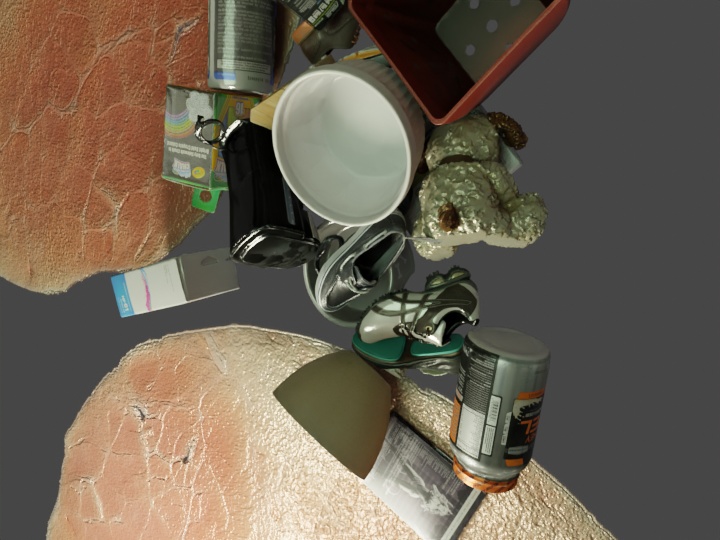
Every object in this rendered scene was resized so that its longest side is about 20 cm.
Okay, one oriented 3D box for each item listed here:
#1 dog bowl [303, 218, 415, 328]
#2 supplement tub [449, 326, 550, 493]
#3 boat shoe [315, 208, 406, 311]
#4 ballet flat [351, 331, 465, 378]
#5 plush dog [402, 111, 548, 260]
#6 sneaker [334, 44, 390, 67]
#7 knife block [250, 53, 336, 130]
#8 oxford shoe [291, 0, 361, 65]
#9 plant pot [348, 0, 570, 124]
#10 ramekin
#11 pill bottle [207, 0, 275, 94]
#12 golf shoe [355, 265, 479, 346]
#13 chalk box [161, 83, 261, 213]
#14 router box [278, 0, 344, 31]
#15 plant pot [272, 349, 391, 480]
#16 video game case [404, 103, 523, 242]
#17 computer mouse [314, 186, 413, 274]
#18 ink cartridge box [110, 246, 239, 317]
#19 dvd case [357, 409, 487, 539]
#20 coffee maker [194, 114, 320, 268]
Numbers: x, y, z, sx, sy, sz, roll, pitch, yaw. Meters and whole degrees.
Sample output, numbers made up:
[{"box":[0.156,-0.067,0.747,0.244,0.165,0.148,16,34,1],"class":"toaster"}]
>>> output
[{"box":[-0.010,-0.001,0.925,0.195,0.058,0.207,6,102,31],"class":"dog bowl"},{"box":[0.190,0.193,0.799,0.120,0.122,0.207,14,107,28],"class":"supplement tub"},{"box":[0.000,0.000,0.832,0.200,0.071,0.069,-47,32,26],"class":"boat shoe"},{"box":[0.077,0.136,0.891,0.195,0.069,0.070,2,129,29],"class":"ballet flat"},{"box":[0.133,-0.123,0.753,0.195,0.159,0.178,-9,71,32],"class":"plush dog"},{"box":[-0.016,-0.285,0.877,0.196,0.078,0.079,-16,105,35],"class":"sneaker"},{"box":[-0.045,-0.213,0.852,0.196,0.064,0.178,-19,113,33],"class":"knife block"},{"box":[-0.014,-0.384,0.864,0.197,0.072,0.074,-25,106,36],"class":"oxford shoe"},{"box":[0.140,-0.320,0.707,0.199,0.175,0.202,-42,76,30],"class":"plant pot"},{"box":[-0.008,-0.174,0.745,0.195,0.106,0.205,14,127,19],"class":"ramekin"},{"box":[-0.193,-0.401,0.934,0.111,0.113,0.207,12,105,28],"class":"pill bottle"},{"box":[0.082,0.073,0.832,0.196,0.078,0.097,-28,54,18],"class":"golf shoe"},{"box":[-0.263,-0.210,1.007,0.121,0.123,0.207,16,108,26],"class":"chalk box"},{"box":[-0.112,-0.459,0.810,0.062,0.148,0.204,-36,54,29],"class":"router box"},{"box":[-0.026,0.210,0.914,0.199,0.201,0.135,38,80,20],"class":"plant pot"},{"box":[0.111,-0.164,0.844,0.199,0.022,0.185,-41,77,31],"class":"video game case"},{"box":[0.001,-0.065,0.857,0.199,0.034,0.059,-40,106,19],"class":"computer mouse"},{"box":[-0.350,0.022,1.086,0.195,0.143,0.087,-14,92,32],"class":"ink cartridge box"},{"box":[0.096,0.352,0.947,0.198,0.016,0.152,36,114,22],"class":"dvd case"},{"box":[-0.161,-0.116,0.888,0.135,0.186,0.206,122,143,-57],"class":"coffee maker"}]
